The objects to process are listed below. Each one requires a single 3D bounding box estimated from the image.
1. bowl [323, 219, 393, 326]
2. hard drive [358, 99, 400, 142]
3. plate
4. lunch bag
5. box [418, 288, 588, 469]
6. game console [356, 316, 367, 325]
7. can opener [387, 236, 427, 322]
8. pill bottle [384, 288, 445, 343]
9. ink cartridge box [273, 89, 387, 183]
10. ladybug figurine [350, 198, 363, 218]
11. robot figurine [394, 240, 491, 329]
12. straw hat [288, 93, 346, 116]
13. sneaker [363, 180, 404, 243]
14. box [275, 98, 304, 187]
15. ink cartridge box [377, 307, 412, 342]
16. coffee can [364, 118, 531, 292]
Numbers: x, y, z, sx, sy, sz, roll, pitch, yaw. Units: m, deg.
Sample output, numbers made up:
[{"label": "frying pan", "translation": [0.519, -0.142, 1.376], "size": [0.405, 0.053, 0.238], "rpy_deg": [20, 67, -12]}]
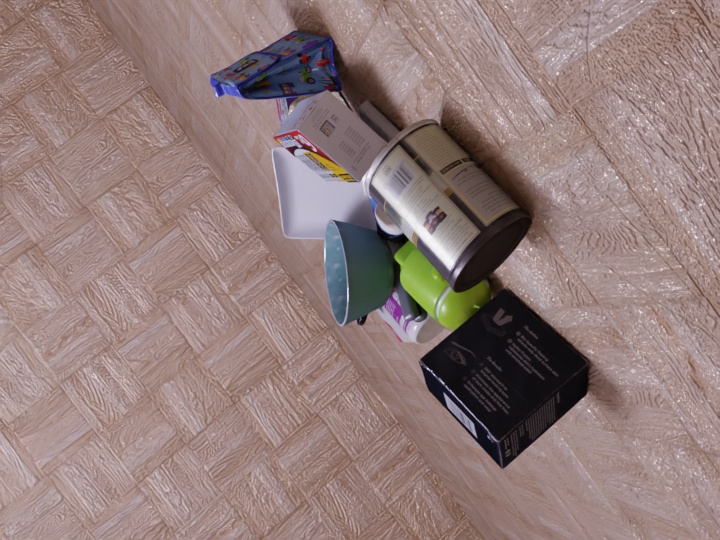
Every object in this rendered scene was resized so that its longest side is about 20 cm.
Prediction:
[{"label": "bowl", "translation": [0.000, 0.000, 1.632], "size": [0.201, 0.103, 0.205], "rpy_deg": [175, 90, -77]}, {"label": "hard drive", "translation": [0.073, -0.181, 1.437], "size": [0.200, 0.027, 0.132], "rpy_deg": [48, 168, 23]}, {"label": "plate", "translation": [-0.064, -0.152, 1.661], "size": [0.033, 0.196, 0.202], "rpy_deg": [-72, -19, -55]}, {"label": "lunch bag", "translation": [-0.155, -0.326, 1.439], "size": [0.150, 0.198, 0.095], "rpy_deg": [33, 142, 56]}, {"label": "box", "translation": [0.236, 0.175, 1.407], "size": [0.197, 0.199, 0.118], "rpy_deg": [45, 166, 34]}, {"label": "game console", "translation": [-0.025, 0.005, 2.016], "size": [0.114, 0.179, 0.200], "rpy_deg": [16, -163, -9]}, {"label": "can opener", "translation": [0.093, -0.006, 1.610], "size": [0.053, 0.066, 0.203], "rpy_deg": [9, -121, -45]}, {"label": "pill bottle", "translation": [0.097, 0.047, 1.800], "size": [0.200, 0.112, 0.113], "rpy_deg": [49, 169, 29]}, {"label": "ink cartridge box", "translation": [-0.039, -0.204, 1.432], "size": [0.175, 0.084, 0.200], "rpy_deg": [39, 174, -16]}, {"label": "ladybug figurine", "translation": [-0.022, -0.164, 1.748], "size": [0.201, 0.072, 0.136], "rpy_deg": [55, 168, -7]}, {"label": "robot figurine", "translation": [0.149, 0.022, 1.513], "size": [0.200, 0.115, 0.176], "rpy_deg": [45, 171, 33]}, {"label": "straw hat", "translation": [-0.088, -0.288, 1.610], "size": [0.202, 0.085, 0.201], "rpy_deg": [50, 168, 15]}, {"label": "sneaker", "translation": [0.065, -0.092, 1.548], "size": [0.112, 0.076, 0.201], "rpy_deg": [64, 178, -32]}, {"label": "box", "translation": [-0.130, -0.269, 1.744], "size": [0.137, 0.038, 0.204], "rpy_deg": [-163, 62, -76]}, {"label": "ink cartridge box", "translation": [0.102, 0.086, 1.976], "size": [0.146, 0.083, 0.200], "rpy_deg": [54, 170, -3]}, {"label": "coffee can", "translation": [0.121, -0.092, 1.206], "size": [0.201, 0.146, 0.147], "rpy_deg": [49, 168, 20]}]
